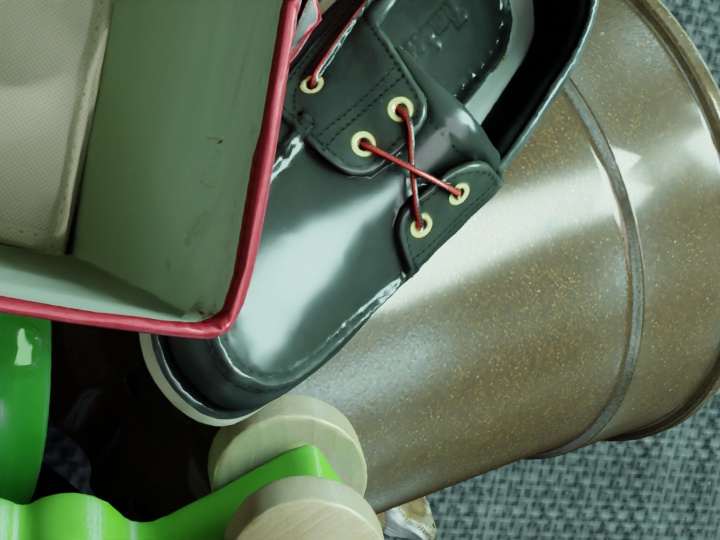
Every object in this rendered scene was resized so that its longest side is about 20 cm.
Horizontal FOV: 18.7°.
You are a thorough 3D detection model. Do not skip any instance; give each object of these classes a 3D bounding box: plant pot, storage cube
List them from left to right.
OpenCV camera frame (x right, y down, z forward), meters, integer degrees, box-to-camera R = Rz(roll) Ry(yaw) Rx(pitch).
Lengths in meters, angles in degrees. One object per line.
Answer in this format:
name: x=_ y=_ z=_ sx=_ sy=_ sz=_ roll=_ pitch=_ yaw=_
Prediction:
storage cube: x=-0.122 y=-0.089 z=0.561 sx=0.199 sy=0.180 sz=0.172 roll=10 pitch=93 yaw=-24
plant pot: x=0.000 y=0.000 z=0.762 sx=0.197 sy=0.200 sz=0.202 roll=-23 pitch=115 yaw=-35

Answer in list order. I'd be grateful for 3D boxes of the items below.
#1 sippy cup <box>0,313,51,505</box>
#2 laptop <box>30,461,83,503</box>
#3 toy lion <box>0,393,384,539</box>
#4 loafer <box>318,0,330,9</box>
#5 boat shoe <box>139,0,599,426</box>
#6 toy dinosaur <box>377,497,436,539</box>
sippy cup: x=-0.179 y=0.018 z=0.722 sx=0.129 sy=0.139 sz=0.180 roll=0 pitch=91 yaw=-21
laptop: x=-0.067 y=0.172 z=0.801 sx=0.103 sy=0.177 sz=0.202 roll=-4 pitch=106 yaw=-32
toy lion: x=-0.058 y=0.142 z=0.658 sx=0.191 sy=0.069 sz=0.201 roll=-29 pitch=117 yaw=6
loafer: x=0.000 y=-0.149 z=0.718 sx=0.070 sy=0.069 sz=0.201 roll=77 pitch=33 yaw=-53
boat shoe: x=0.005 y=-0.039 z=0.635 sx=0.074 sy=0.063 sz=0.202 roll=51 pitch=53 yaw=-22
toy dinosaur: x=-0.056 y=0.089 z=0.869 sx=0.199 sy=0.060 sz=0.107 roll=28 pitch=64 yaw=-40
